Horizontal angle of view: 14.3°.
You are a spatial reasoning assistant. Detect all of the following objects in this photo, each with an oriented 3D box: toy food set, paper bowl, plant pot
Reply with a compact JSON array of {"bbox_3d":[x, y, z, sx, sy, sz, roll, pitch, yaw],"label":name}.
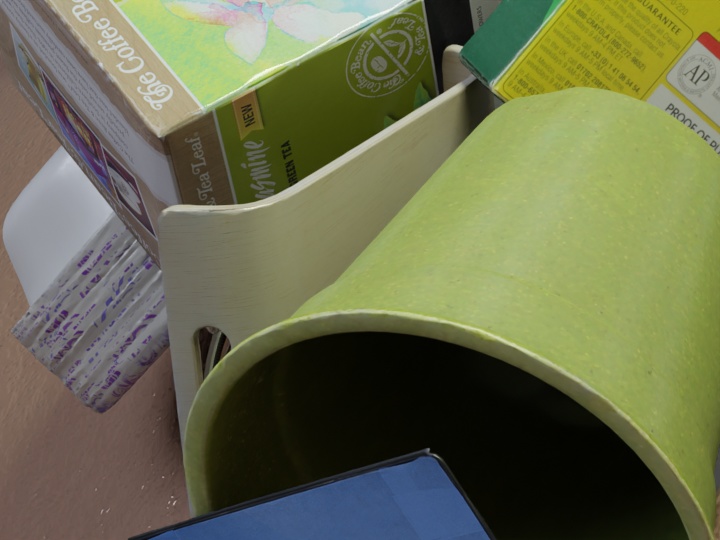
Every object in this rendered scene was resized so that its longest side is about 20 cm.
[{"bbox_3d":[-0.006,0.007,1.147,0.060,0.144,0.200,10,28,32],"label":"toy food set"},{"bbox_3d":[-0.097,-0.035,1.417,0.201,0.104,0.201,-47,1,1],"label":"paper bowl"},{"bbox_3d":[0.062,0.033,1.057,0.200,0.200,0.190,-29,23,42],"label":"plant pot"}]

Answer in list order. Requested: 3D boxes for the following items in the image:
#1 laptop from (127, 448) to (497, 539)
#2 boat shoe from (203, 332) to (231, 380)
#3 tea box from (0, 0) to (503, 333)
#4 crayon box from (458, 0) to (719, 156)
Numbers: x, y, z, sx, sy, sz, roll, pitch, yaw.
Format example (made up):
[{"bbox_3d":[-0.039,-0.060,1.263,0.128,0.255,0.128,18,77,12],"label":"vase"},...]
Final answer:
[{"bbox_3d":[-0.006,0.190,0.986,0.187,0.116,0.201,-21,50,50],"label":"laptop"},{"bbox_3d":[0.000,0.000,1.314,0.200,0.072,0.068,-57,24,-8],"label":"boat shoe"},{"bbox_3d":[-0.043,-0.115,1.270,0.196,0.134,0.200,-30,51,-15],"label":"tea box"},{"bbox_3d":[0.152,-0.118,1.142,0.200,0.127,0.051,-49,25,6],"label":"crayon box"}]
